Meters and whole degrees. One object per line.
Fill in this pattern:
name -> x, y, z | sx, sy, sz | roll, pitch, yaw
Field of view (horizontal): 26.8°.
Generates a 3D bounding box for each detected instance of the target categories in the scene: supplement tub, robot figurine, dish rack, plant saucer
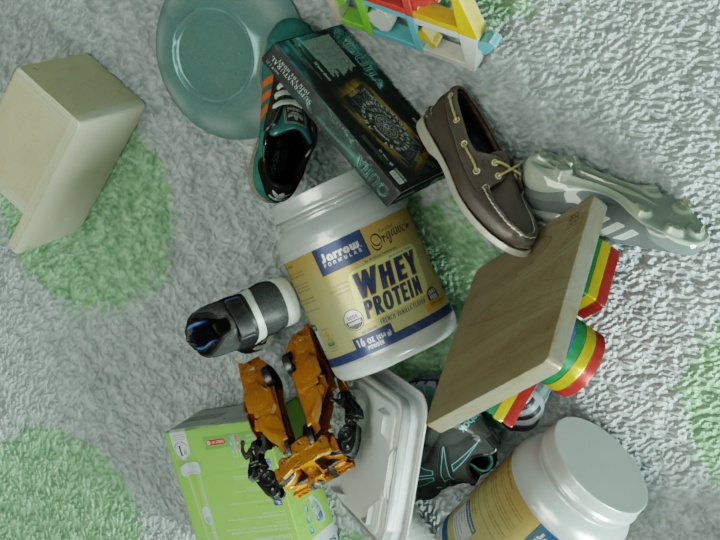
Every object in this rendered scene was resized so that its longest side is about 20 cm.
supplement tub -> 0.187, 0.261, 1.566 | 0.145, 0.145, 0.200 | 46, 120, 10
robot figurine -> -0.064, 0.159, 1.634 | 0.145, 0.058, 0.200 | -31, 47, 12
dish rack -> 0.014, 0.196, 1.611 | 0.043, 0.200, 0.172 | 8, 95, -17
plant saucer -> -0.154, -0.241, 1.671 | 0.201, 0.039, 0.201 | 8, 107, 26
supplement tub -> 0.000, 0.000, 1.594 | 0.144, 0.144, 0.200 | -24, 92, 31

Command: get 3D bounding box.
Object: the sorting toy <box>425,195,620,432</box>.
sorting toy -> 0.169, 0.057, 1.466 | 0.070, 0.199, 0.200 | 33, 144, -16

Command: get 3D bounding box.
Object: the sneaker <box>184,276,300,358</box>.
sneaker -> -0.148, 0.060, 1.664 | 0.073, 0.112, 0.200 | 67, 156, 6

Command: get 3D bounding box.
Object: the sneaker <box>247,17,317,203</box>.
sneaker -> -0.072, -0.170, 1.596 | 0.080, 0.071, 0.200 | -175, 91, -71

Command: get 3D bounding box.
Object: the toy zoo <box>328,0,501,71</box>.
toy zoo -> 0.051, -0.263, 1.512 | 0.200, 0.131, 0.020 | 23, 71, 22

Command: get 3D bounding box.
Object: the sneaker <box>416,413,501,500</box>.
sneaker -> 0.095, 0.203, 1.594 | 0.079, 0.075, 0.200 | 38, 151, 14

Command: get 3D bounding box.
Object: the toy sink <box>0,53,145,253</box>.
toy sink -> -0.365, -0.140, 1.762 | 0.112, 0.130, 0.200 | 41, 120, 13

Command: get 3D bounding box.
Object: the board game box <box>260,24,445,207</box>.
board game box -> 0.003, -0.163, 1.552 | 0.200, 0.135, 0.028 | 50, 124, 8

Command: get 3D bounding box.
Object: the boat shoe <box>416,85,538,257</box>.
boat shoe -> 0.125, -0.101, 1.512 | 0.060, 0.072, 0.200 | -50, 51, 30

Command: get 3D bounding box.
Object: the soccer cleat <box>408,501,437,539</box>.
soccer cleat -> 0.068, 0.309, 1.695 | 0.085, 0.069, 0.200 | -11, 98, 16

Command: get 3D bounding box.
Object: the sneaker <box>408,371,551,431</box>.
sneaker -> 0.134, 0.125, 1.614 | 0.200, 0.088, 0.074 | -1, 132, 49

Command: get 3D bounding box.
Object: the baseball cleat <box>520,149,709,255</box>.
baseball cleat -> 0.247, -0.047, 1.503 | 0.200, 0.070, 0.107 | 30, 130, 23

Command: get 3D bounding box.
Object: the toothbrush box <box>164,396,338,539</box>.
toothbrush box -> -0.125, 0.261, 1.770 | 0.145, 0.086, 0.200 | -12, 98, 30
